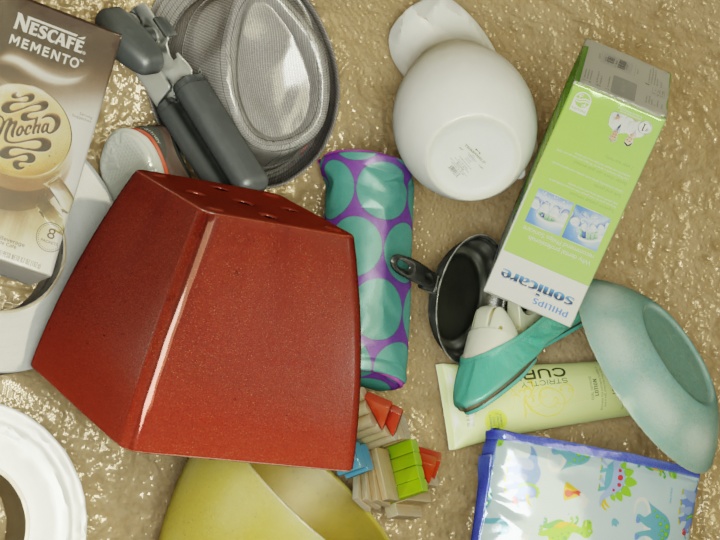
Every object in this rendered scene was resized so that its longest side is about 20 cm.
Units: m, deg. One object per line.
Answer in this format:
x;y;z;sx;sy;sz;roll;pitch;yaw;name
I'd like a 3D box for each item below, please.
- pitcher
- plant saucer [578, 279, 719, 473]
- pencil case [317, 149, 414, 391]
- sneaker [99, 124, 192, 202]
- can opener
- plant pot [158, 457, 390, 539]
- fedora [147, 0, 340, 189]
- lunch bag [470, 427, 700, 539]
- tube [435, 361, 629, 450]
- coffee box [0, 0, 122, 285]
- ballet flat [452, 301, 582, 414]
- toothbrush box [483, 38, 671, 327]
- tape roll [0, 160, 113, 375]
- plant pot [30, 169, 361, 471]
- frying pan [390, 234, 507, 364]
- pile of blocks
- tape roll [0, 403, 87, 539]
0.102;-0.129;1.783;0.171;0.200;0.121;39;111;-24;pitcher
0.267;0.083;1.836;0.039;0.201;0.201;-36;102;22;plant saucer
0.000;0.000;1.776;0.085;0.092;0.201;10;80;-45;pencil case
-0.153;-0.028;1.723;0.082;0.077;0.201;-29;115;-53;sneaker
-0.153;-0.132;1.687;0.067;0.053;0.200;-13;63;-47;can opener
-0.085;0.227;1.681;0.200;0.200;0.142;41;99;-14;plant pot
-0.088;-0.171;1.753;0.176;0.090;0.201;-4;87;-23;fedora
0.180;0.236;1.809;0.199;0.127;0.171;14;80;-32;lunch bag
0.166;0.114;1.858;0.199;0.058;0.052;-4;127;-18;tube
-0.271;-0.103;1.605;0.113;0.080;0.201;18;78;-19;coffee box
0.134;0.052;1.824;0.200;0.067;0.071;-36;103;-40;ballet flat
0.185;-0.076;1.757;0.086;0.146;0.201;22;113;2;toothbrush box
-0.295;-0.016;1.666;0.199;0.066;0.202;3;83;-23;tape roll
-0.111;0.030;1.588;0.199;0.200;0.177;8;102;-32;plant pot
0.071;0.030;1.793;0.190;0.031;0.116;-12;108;-52;frying pan
0.015;0.146;1.733;0.200;0.062;0.082;43;35;-41;pile of blocks
-0.319;0.202;1.633;0.201;0.071;0.204;2;84;-23;tape roll
